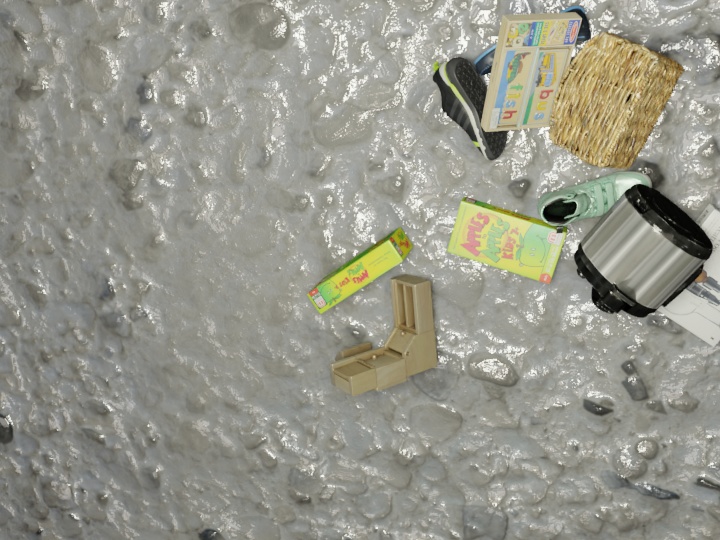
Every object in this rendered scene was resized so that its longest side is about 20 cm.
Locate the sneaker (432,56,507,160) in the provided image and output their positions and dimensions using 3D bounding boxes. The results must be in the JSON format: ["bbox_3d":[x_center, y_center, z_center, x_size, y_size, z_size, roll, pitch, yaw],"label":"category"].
[{"bbox_3d":[0.193,-0.290,1.376,0.083,0.072,0.201,-6,116,56],"label":"sneaker"}]

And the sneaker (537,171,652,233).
[{"bbox_3d":[0.406,-0.116,1.326,0.199,0.118,0.074,-14,100,18],"label":"sneaker"}]

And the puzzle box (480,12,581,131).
[{"bbox_3d":[0.282,-0.327,1.277,0.132,0.026,0.201,-8,132,-15],"label":"puzzle box"}]

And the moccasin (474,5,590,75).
[{"bbox_3d":[0.292,-0.376,1.301,0.199,0.080,0.069,-23,92,22],"label":"moccasin"}]

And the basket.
[{"bbox_3d":[0.418,-0.285,1.290,0.142,0.148,0.201,35,116,30],"label":"basket"}]

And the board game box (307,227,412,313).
[{"bbox_3d":[0.000,0.000,1.478,0.199,0.102,0.048,-33,96,22],"label":"board game box"}]

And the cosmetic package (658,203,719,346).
[{"bbox_3d":[0.615,0.010,1.340,0.150,0.052,0.201,32,112,3],"label":"cosmetic package"}]

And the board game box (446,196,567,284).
[{"bbox_3d":[0.270,-0.057,1.420,0.198,0.048,0.103,18,110,10],"label":"board game box"}]

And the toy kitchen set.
[{"bbox_3d":[0.017,0.115,1.492,0.163,0.198,0.182,17,117,55],"label":"toy kitchen set"}]

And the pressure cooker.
[{"bbox_3d":[0.460,-0.022,1.288,0.201,0.175,0.179,-53,49,28],"label":"pressure cooker"}]
